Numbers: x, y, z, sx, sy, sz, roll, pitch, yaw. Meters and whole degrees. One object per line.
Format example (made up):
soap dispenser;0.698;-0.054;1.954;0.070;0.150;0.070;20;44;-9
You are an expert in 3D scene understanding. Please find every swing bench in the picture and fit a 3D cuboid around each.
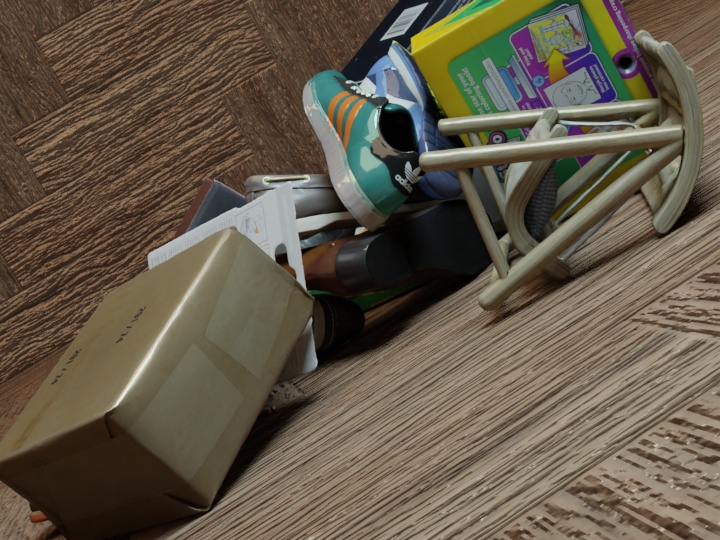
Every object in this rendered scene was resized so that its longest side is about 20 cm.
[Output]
swing bench;0.164;-0.084;0.967;0.198;0.131;0.199;-23;8;13

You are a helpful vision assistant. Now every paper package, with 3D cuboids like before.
paper package;-0.157;0.089;0.960;0.190;0.104;0.201;-25;28;42

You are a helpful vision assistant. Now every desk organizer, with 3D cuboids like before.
desk organizer;-0.163;0.014;1.222;0.201;0.071;0.077;-61;16;1

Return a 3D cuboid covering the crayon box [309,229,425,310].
crayon box;0.000;0.000;1.292;0.199;0.059;0.119;-26;9;32

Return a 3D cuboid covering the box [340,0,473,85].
box;0.093;-0.198;1.388;0.104;0.183;0.201;-5;41;50

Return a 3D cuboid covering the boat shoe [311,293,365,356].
boat shoe;-0.061;0.058;1.196;0.062;0.073;0.200;-4;-6;-28

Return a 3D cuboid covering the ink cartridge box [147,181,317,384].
ink cartridge box;-0.100;0.033;1.079;0.199;0.163;0.050;-23;-20;39

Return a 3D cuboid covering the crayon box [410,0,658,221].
crayon box;0.165;-0.153;1.092;0.171;0.201;0.058;-27;21;16

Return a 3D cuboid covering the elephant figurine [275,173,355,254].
elephant figurine;-0.027;-0.071;1.535;0.199;0.156;0.141;-37;-17;21

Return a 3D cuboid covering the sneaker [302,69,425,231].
sneaker;0.009;-0.119;1.080;0.080;0.071;0.201;-37;41;15

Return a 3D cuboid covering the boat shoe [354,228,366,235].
boat shoe;0.035;-0.080;1.347;0.071;0.068;0.201;5;-35;-6

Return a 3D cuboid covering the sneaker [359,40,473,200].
sneaker;0.044;-0.122;1.146;0.082;0.074;0.201;-38;38;19

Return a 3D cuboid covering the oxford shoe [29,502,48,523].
oxford shoe;-0.224;0.150;1.125;0.071;0.073;0.200;-21;12;46

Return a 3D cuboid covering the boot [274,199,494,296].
boot;0.001;-0.007;1.137;0.188;0.069;0.199;-26;11;-41

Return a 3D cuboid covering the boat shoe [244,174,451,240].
boat shoe;-0.009;-0.068;1.145;0.198;0.060;0.072;-11;-6;-22

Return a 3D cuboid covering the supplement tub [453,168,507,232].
supplement tub;0.155;-0.136;1.262;0.140;0.141;0.200;-24;10;39
